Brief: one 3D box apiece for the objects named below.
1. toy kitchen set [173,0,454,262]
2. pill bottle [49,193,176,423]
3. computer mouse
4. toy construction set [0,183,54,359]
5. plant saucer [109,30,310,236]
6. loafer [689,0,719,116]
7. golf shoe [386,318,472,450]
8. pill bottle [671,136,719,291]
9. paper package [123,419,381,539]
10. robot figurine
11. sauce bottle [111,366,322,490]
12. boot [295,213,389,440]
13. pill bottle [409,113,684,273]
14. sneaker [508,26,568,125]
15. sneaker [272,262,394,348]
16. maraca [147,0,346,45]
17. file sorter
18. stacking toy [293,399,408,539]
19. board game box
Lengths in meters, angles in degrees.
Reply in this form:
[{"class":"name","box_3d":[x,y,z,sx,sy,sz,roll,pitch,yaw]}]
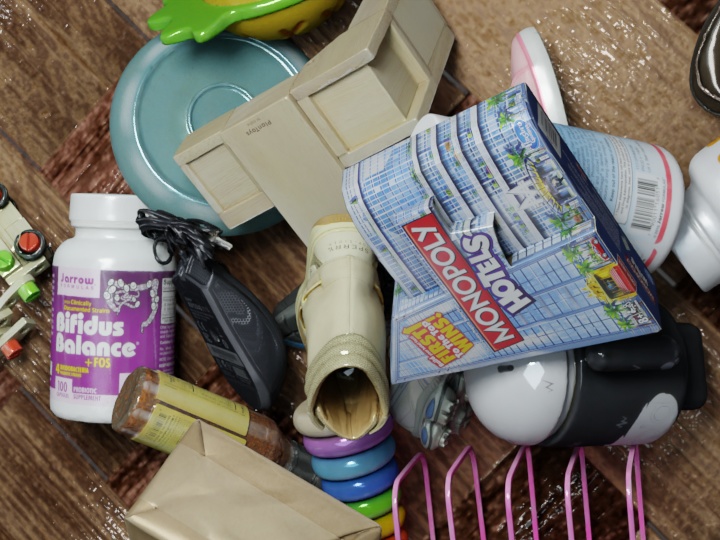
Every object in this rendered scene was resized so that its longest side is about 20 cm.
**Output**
[{"class":"toy kitchen set","box_3d":[-0.012,-0.115,1.138,0.200,0.181,0.163,-25,115,28]},{"class":"pill bottle","box_3d":[-0.222,0.031,1.204,0.112,0.112,0.201,2,93,15]},{"class":"computer mouse","box_3d":[-0.110,0.029,1.143,0.053,0.138,0.200,-35,116,-22]},{"class":"toy construction set","box_3d":[-0.367,-0.012,1.251,0.131,0.092,0.200,-38,90,-12]},{"class":"plant saucer","box_3d":[-0.120,-0.131,1.174,0.200,0.027,0.201,1,80,-8]},{"class":"loafer","box_3d":[0.326,-0.219,1.072,0.073,0.071,0.200,27,98,12]},{"class":"golf shoe","box_3d":[0.060,0.053,1.133,0.097,0.078,0.200,27,116,24]},{"class":"pill bottle","box_3d":[0.332,-0.072,1.055,0.200,0.111,0.111,-36,83,13]},{"class":"paper package","box_3d":[-0.087,0.245,1.102,0.190,0.200,0.104,27,58,15]},{"class":"robot figurine","box_3d":[0.179,0.077,1.068,0.200,0.125,0.150,2,130,-24]},{"class":"sauce bottle","box_3d":[-0.116,0.147,1.162,0.200,0.066,0.066,28,100,-22]},{"class":"boot","box_3d":[-0.013,0.073,1.072,0.073,0.200,0.156,1,53,-6]},{"class":"pill bottle","box_3d":[0.137,-0.061,1.022,0.200,0.109,0.109,10,95,-17]},{"class":"sneaker","box_3d":[0.128,-0.098,1.125,0.104,0.075,0.201,-12,93,10]},{"class":"sneaker","box_3d":[0.000,0.000,1.176,0.200,0.073,0.082,-33,46,23]},{"class":"maraca","box_3d":[-0.087,-0.247,1.144,0.200,0.137,0.107,-28,121,-9]},{"class":"file sorter","box_3d":[0.135,0.213,1.097,0.200,0.139,0.126,-5,96,15]},{"class":"stacking toy","box_3d":[0.008,0.202,1.159,0.085,0.085,0.200,-14,102,15]},{"class":"board game box","box_3d":[0.079,-0.005,0.954,0.200,0.062,0.200,-25,122,24]}]
